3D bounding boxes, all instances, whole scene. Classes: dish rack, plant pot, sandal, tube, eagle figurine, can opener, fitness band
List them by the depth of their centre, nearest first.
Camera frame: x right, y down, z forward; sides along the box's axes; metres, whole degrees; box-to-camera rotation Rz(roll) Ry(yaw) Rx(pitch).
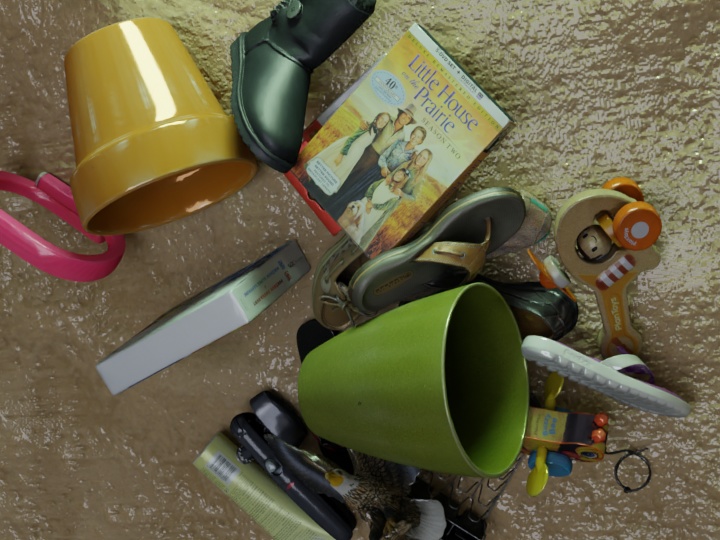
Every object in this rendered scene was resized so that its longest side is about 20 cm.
[{"bbox_3d":[0.081,-0.010,1.342,0.198,0.055,0.082,-29,139,0],"label":"sandal"},{"bbox_3d":[0.042,0.118,1.362,0.198,0.187,0.189,-8,104,31],"label":"plant pot"},{"bbox_3d":[0.259,0.100,1.376,0.201,0.082,0.050,23,80,-20],"label":"sandal"},{"bbox_3d":[-0.233,-0.161,1.457,0.199,0.200,0.185,-25,81,26],"label":"plant pot"},{"bbox_3d":[-0.004,0.224,1.473,0.150,0.201,0.152,-21,142,-10],"label":"eagle figurine"},{"bbox_3d":[0.110,0.196,1.500,0.152,0.055,0.201,31,114,9],"label":"dish rack"},{"bbox_3d":[-0.036,0.156,1.545,0.074,0.045,0.202,-11,101,30],"label":"sandal"},{"bbox_3d":[-0.362,-0.057,1.552,0.199,0.144,0.038,33,114,8],"label":"fitness band"},{"bbox_3d":[-0.077,0.238,1.579,0.078,0.063,0.201,-38,90,26],"label":"can opener"},{"bbox_3d":[-0.112,0.278,1.618,0.200,0.058,0.052,42,74,1],"label":"tube"}]

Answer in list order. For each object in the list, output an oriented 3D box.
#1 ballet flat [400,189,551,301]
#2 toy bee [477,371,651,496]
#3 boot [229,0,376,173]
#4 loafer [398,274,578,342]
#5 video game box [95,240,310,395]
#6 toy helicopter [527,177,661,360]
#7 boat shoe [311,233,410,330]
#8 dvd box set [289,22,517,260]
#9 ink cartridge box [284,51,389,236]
[{"bbox_3d":[0.103,-0.033,1.419,0.198,0.069,0.067,-28,140,19],"label":"ballet flat"},{"bbox_3d":[0.214,0.164,1.404,0.197,0.109,0.133,-6,67,-9],"label":"toy bee"},{"bbox_3d":[-0.056,-0.220,1.374,0.076,0.202,0.168,27,127,-36],"label":"boot"},{"bbox_3d":[0.128,0.046,1.436,0.197,0.072,0.074,-3,106,22],"label":"loafer"},{"bbox_3d":[-0.171,0.050,1.492,0.199,0.182,0.047,-28,99,26],"label":"video game box"},{"bbox_3d":[0.242,0.012,1.373,0.131,0.079,0.202,-16,118,1],"label":"toy helicopter"},{"bbox_3d":[0.000,0.000,1.452,0.072,0.063,0.201,11,131,-18],"label":"boat shoe"},{"bbox_3d":[0.039,-0.125,1.359,0.200,0.029,0.147,-46,74,14],"label":"dvd box set"},{"bbox_3d":[-0.001,-0.129,1.442,0.200,0.050,0.109,-40,90,26],"label":"ink cartridge box"}]
